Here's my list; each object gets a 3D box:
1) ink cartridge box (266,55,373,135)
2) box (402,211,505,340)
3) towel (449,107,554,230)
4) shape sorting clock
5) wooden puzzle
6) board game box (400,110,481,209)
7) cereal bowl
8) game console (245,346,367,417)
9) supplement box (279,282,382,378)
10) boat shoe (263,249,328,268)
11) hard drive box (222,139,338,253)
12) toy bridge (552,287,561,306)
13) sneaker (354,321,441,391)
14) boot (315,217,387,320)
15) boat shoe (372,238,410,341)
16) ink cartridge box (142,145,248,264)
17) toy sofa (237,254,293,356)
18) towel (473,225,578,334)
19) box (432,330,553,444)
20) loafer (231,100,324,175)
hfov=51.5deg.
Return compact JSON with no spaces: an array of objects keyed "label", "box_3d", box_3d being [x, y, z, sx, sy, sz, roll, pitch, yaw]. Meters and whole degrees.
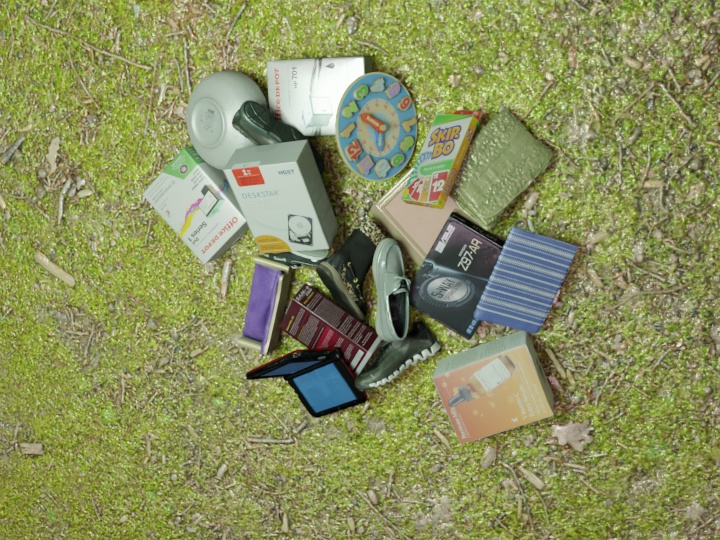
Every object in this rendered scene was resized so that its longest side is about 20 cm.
[{"label":"ink cartridge box","box_3d":[-0.076,-0.339,1.461,0.197,0.086,0.149,1,105,12]},{"label":"box","box_3d":[0.197,0.012,1.465,0.159,0.044,0.202,31,113,5]},{"label":"towel","box_3d":[0.253,-0.193,1.413,0.148,0.036,0.200,43,92,0]},{"label":"shape sorting clock","box_3d":[0.034,-0.269,1.408,0.039,0.198,0.203,18,112,53]},{"label":"wooden puzzle","box_3d":[0.145,-0.117,1.485,0.185,0.037,0.200,47,113,0]},{"label":"board game box","box_3d":[0.152,-0.215,1.399,0.095,0.030,0.202,14,75,47]},{"label":"cereal bowl","box_3d":[-0.278,-0.295,1.491,0.198,0.083,0.203,11,108,34]},{"label":"game console","box_3d":[-0.115,0.241,1.551,0.199,0.171,0.120,-28,69,44]},{"label":"supplement box","box_3d":[-0.063,0.129,1.556,0.199,0.061,0.109,35,136,4]},{"label":"boat shoe","box_3d":[-0.136,-0.038,1.525,0.199,0.075,0.061,27,124,46]},{"label":"hard drive box","box_3d":[-0.147,-0.136,1.420,0.154,0.077,0.202,-4,129,22]},{"label":"toy bridge","box_3d":[0.292,0.036,1.484,0.197,0.027,0.068,17,107,11]},{"label":"sneaker","box_3d":[0.064,0.168,1.515,0.198,0.066,0.091,-28,97,-16]},{"label":"boot","box_3d":[0.000,0.000,1.510,0.073,0.201,0.151,27,71,38]},{"label":"boat shoe","box_3d":[0.070,0.038,1.457,0.071,0.069,0.204,1,92,56]},{"label":"ink cartridge box","box_3d":[-0.332,-0.138,1.571,0.145,0.084,0.200,-42,91,19]},{"label":"toy sofa","box_3d":[-0.203,0.073,1.580,0.082,0.098,0.203,16,106,11]},{"label":"towel","box_3d":[0.311,0.022,1.418,0.143,0.024,0.202,14,114,-14]},{"label":"box","box_3d":[0.266,0.232,1.493,0.198,0.106,0.154,-23,96,17]},{"label":"loafer","box_3d":[-0.158,-0.243,1.432,0.199,0.072,0.063,39,139,-20]}]
